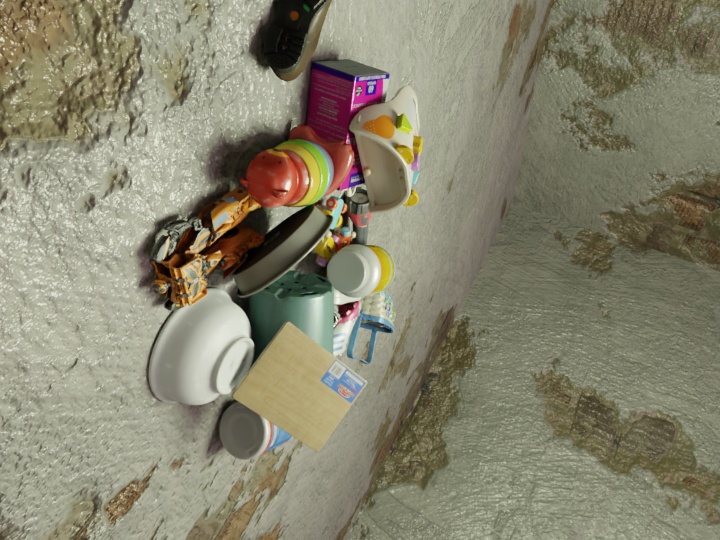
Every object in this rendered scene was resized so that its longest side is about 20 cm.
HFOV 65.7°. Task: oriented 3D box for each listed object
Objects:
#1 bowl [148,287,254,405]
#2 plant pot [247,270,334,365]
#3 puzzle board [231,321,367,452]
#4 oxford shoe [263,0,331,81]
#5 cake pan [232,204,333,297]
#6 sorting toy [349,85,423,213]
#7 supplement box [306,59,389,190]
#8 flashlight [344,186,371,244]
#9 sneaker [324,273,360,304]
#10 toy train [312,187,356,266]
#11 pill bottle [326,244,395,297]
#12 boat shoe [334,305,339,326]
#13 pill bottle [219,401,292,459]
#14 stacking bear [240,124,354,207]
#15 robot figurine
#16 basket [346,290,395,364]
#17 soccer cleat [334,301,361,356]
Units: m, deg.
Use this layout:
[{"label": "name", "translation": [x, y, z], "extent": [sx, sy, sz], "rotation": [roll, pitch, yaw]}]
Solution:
[{"label": "bowl", "translation": [-0.235, 0.137, 0.897], "extent": [0.201, 0.090, 0.202], "rotation": [-52, 155, -37]}, {"label": "plant pot", "translation": [-0.129, 0.114, 1.027], "extent": [0.200, 0.199, 0.198], "rotation": [-27, 127, -62]}, {"label": "puzzle board", "translation": [-0.099, 0.201, 0.952], "extent": [0.200, 0.017, 0.151], "rotation": [41, 80, -27]}, {"label": "oxford shoe", "translation": [-0.085, -0.375, 0.823], "extent": [0.084, 0.072, 0.201], "rotation": [61, 54, -84]}, {"label": "cake pan", "translation": [-0.131, -0.037, 0.900], "extent": [0.037, 0.199, 0.201], "rotation": [51, 50, -17]}, {"label": "sorting toy", "translation": [0.070, -0.231, 1.006], "extent": [0.201, 0.106, 0.181], "rotation": [74, 31, -52]}, {"label": "supplement box", "translation": [-0.030, -0.259, 0.995], "extent": [0.101, 0.103, 0.202], "rotation": [-27, 137, -46]}, {"label": "flashlight", "translation": [-0.008, -0.098, 1.301], "extent": [0.201, 0.067, 0.068], "rotation": [96, 16, -48]}, {"label": "sneaker", "translation": [-0.040, 0.032, 1.329], "extent": [0.200, 0.072, 0.086], "rotation": [-9, 99, -78]}, {"label": "toy train", "translation": [-0.060, -0.096, 1.178], "extent": [0.150, 0.055, 0.201], "rotation": [-52, 157, -42]}, {"label": "pill bottle", "translation": [0.000, 0.000, 1.200], "extent": [0.114, 0.112, 0.200], "rotation": [-71, 164, 8]}, {"label": "boat shoe", "translation": [-0.085, 0.106, 1.286], "extent": [0.073, 0.068, 0.200], "rotation": [-70, 163, 1]}, {"label": "pill bottle", "translation": [-0.192, 0.311, 1.152], "extent": [0.200, 0.111, 0.113], "rotation": [9, 102, -69]}, {"label": "stacking bear", "translation": [-0.107, -0.151, 0.866], "extent": [0.200, 0.121, 0.115], "rotation": [-42, 154, -64]}, {"label": "robot figurine", "translation": [-0.220, -0.030, 0.810], "extent": [0.200, 0.058, 0.146], "rotation": [-52, 153, -41]}, {"label": "basket", "translation": [0.016, 0.144, 1.489], "extent": [0.176, 0.138, 0.202], "rotation": [41, 63, -69]}, {"label": "soccer cleat", "translation": [-0.058, 0.160, 1.391], "extent": [0.200, 0.070, 0.087], "rotation": [-50, 125, -27]}]
